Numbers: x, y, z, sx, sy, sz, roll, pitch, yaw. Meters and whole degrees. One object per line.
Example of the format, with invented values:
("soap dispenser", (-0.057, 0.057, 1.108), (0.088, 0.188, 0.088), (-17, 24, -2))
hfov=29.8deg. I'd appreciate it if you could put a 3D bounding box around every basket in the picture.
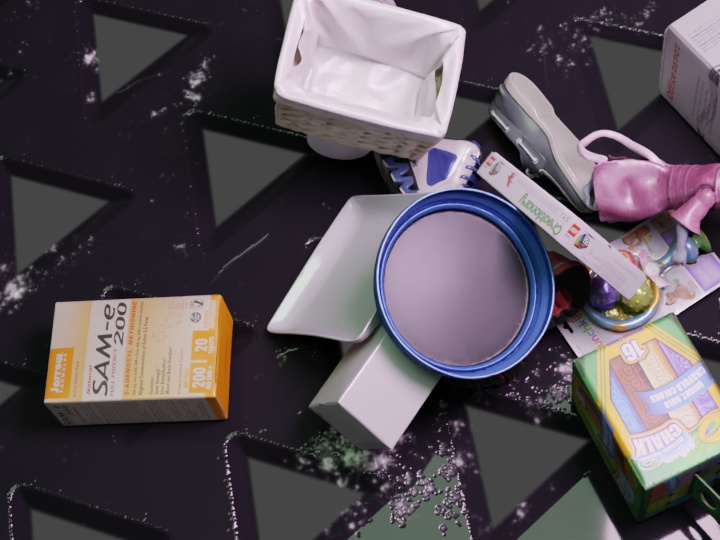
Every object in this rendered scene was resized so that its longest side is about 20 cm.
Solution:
("basket", (0.004, -0.217, 1.522), (0.197, 0.123, 0.138), (14, 77, -6))

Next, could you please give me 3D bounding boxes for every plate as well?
("plate", (0.000, 0.000, 1.525), (0.198, 0.032, 0.201), (2, 55, 56))

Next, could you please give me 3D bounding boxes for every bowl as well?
("bowl", (0.107, 0.015, 1.427), (0.197, 0.039, 0.204), (3, 79, -14))

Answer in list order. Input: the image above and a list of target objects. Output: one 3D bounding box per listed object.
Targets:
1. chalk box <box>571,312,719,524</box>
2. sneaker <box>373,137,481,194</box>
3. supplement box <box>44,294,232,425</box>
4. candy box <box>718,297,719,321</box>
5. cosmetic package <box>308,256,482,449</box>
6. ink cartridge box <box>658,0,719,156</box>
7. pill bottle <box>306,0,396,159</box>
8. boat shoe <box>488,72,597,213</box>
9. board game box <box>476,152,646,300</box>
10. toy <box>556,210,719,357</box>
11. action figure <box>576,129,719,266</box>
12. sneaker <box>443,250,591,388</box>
("chalk box", (0.316, 0.173, 1.400), (0.122, 0.125, 0.202), (-23, 62, -4))
("sneaker", (0.107, -0.093, 1.581), (0.114, 0.081, 0.201), (-29, 63, -5))
("supplement box", (-0.250, 0.102, 1.537), (0.197, 0.074, 0.128), (-3, 63, 6))
("candy box", (0.424, 0.138, 1.336), (0.071, 0.202, 0.169), (-18, 41, -3))
("cosmetic package", (0.042, 0.091, 1.474), (0.085, 0.107, 0.201), (39, 74, -12))
("ink cartridge box", (0.440, -0.198, 1.551), (0.083, 0.146, 0.201), (-33, 65, -8))
("pill bottle", (-0.016, -0.243, 1.652), (0.110, 0.113, 0.203), (2, 64, 8))
("boat shoe", (0.220, -0.142, 1.613), (0.062, 0.072, 0.201), (-44, 67, 33))
("board game box", (0.216, -0.052, 1.472), (0.035, 0.126, 0.200), (-50, 31, 6))
("toy", (0.307, 0.009, 1.524), (0.198, 0.047, 0.116), (-30, 63, -8))
("action figure", (0.356, -0.097, 1.486), (0.198, 0.151, 0.134), (0, 28, 39))
("sneaker", (0.167, 0.054, 1.520), (0.199, 0.074, 0.087), (-39, 33, -1))
